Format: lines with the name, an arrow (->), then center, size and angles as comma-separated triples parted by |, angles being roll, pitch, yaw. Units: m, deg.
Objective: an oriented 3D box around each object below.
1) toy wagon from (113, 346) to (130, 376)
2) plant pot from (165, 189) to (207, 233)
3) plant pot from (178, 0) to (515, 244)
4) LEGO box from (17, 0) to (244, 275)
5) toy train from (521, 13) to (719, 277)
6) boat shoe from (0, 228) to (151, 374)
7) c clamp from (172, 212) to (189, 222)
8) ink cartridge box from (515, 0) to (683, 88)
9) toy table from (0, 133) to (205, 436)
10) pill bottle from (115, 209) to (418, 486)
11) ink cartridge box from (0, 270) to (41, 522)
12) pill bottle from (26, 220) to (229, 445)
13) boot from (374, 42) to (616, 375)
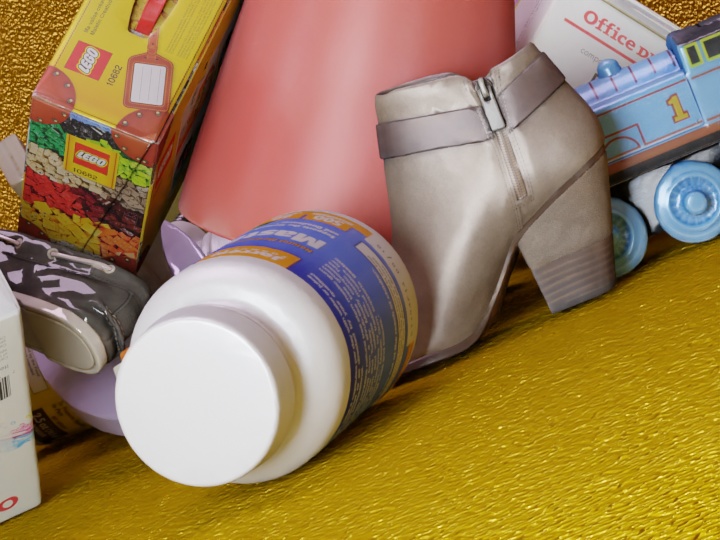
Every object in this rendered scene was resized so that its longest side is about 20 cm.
toy wagon -> -0.041, 0.034, 1.702 | 0.199, 0.040, 0.155 | -23, -10, -1
plant pot -> -0.082, -0.054, 2.193 | 0.200, 0.185, 0.200 | -22, 5, 2
plant pot -> 0.006, -0.105, 1.718 | 0.200, 0.178, 0.200 | 9, 11, -2
LEGO box -> -0.123, -0.119, 1.731 | 0.149, 0.077, 0.200 | 106, -173, -56
toy train -> 0.173, -0.072, 1.667 | 0.199, 0.115, 0.087 | -22, 4, 4
boat shoe -> -0.205, 0.005, 1.734 | 0.200, 0.067, 0.057 | 22, 53, 35
c clamp -> -0.087, -0.043, 2.079 | 0.200, 0.170, 0.027 | -61, 1, -29
ink cartridge box -> 0.140, -0.120, 1.789 | 0.067, 0.117, 0.200 | -61, 12, -5
toy table -> -0.166, 0.001, 1.839 | 0.184, 0.117, 0.200 | -44, 40, -9
pill bottle -> -0.048, 0.040, 1.465 | 0.112, 0.112, 0.200 | -21, 5, 19
ink cartridge box -> -0.274, 0.055, 1.639 | 0.145, 0.145, 0.200 | -23, -33, -19
pill bottle -> -0.150, 0.036, 1.968 | 0.199, 0.110, 0.109 | -21, 5, 16
boot -> 0.042, -0.030, 1.608 | 0.199, 0.147, 0.070 | -23, 7, 2
